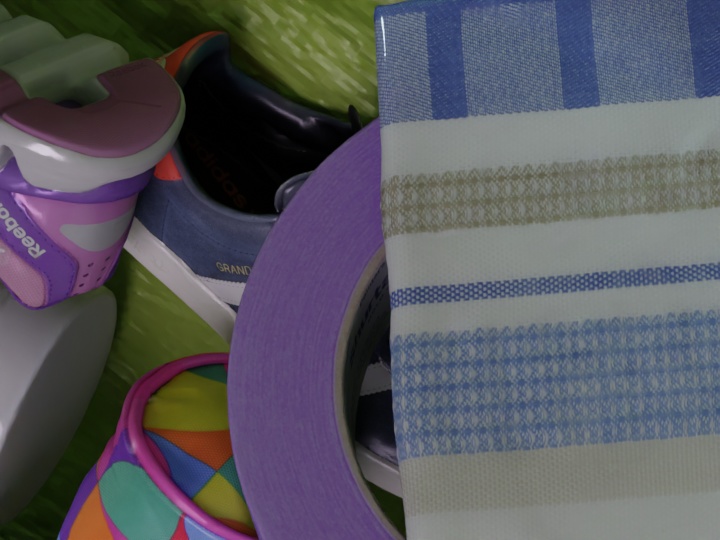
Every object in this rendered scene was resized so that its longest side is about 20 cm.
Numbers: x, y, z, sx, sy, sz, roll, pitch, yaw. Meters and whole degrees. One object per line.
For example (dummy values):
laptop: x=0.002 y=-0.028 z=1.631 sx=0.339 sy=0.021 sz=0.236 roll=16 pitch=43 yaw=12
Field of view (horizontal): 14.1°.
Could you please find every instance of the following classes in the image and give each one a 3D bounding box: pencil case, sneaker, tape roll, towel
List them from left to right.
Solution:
sneaker: x=-0.143 y=-0.053 z=0.962 sx=0.200 sy=0.080 sz=0.089 roll=34 pitch=132 yaw=31
pencil case: x=-0.068 y=0.118 z=0.978 sx=0.088 sy=0.088 sz=0.200 roll=31 pitch=132 yaw=5
sneaker: x=0.000 y=0.000 z=0.956 sx=0.200 sy=0.075 sz=0.085 roll=37 pitch=138 yaw=0
tape roll: x=0.062 y=0.042 z=0.866 sx=0.200 sy=0.201 sz=0.066 roll=26 pitch=166 yaw=10
towel: x=0.080 y=0.009 z=0.830 sx=0.146 sy=0.201 sz=0.024 roll=-6 pitch=160 yaw=3

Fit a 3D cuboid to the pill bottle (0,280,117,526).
pill bottle: x=-0.196 y=0.006 z=1.043 sx=0.199 sy=0.116 sz=0.117 roll=25 pitch=133 yaw=10
